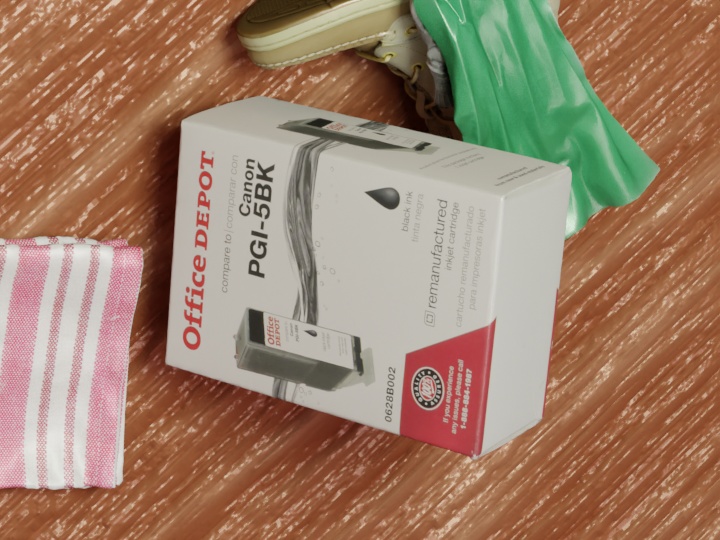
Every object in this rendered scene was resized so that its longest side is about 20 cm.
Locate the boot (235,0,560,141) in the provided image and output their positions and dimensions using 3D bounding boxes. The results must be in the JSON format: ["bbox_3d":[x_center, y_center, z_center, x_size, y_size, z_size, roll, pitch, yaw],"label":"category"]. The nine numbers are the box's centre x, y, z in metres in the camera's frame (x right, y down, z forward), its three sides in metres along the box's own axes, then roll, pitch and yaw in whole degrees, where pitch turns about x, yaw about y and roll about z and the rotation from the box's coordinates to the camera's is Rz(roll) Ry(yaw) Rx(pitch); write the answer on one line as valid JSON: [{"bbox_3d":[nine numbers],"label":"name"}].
[{"bbox_3d":[0.034,-0.106,1.277,0.200,0.072,0.155,-21,119,-21],"label":"boot"}]

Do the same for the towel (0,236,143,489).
[{"bbox_3d":[-0.217,0.055,1.222,0.200,0.030,0.147,-1,107,-28],"label":"towel"}]

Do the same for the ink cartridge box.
[{"bbox_3d":[0.000,0.000,1.210,0.083,0.200,0.147,-23,122,-56],"label":"ink cartridge box"}]

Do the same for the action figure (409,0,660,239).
[{"bbox_3d":[0.076,-0.108,1.226,0.118,0.055,0.200,-35,117,-17],"label":"action figure"}]
